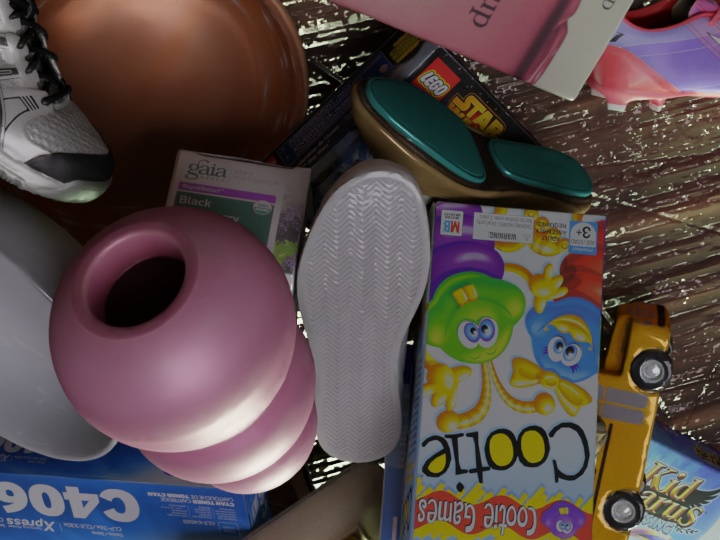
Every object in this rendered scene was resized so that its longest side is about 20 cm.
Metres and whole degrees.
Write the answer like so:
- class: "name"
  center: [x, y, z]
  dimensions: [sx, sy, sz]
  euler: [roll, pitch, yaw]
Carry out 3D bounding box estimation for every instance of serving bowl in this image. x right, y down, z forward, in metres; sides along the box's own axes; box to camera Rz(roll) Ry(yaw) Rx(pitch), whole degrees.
- class: "serving bowl"
  center: [-0.203, 0.018, 0.896]
  dimensions: [0.066, 0.200, 0.200]
  euler: [-53, 135, -34]

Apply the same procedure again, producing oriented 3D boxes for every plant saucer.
- class: "plant saucer"
  center: [-0.130, -0.104, 0.911]
  dimensions: [0.200, 0.037, 0.201]
  euler: [-9, 123, -14]

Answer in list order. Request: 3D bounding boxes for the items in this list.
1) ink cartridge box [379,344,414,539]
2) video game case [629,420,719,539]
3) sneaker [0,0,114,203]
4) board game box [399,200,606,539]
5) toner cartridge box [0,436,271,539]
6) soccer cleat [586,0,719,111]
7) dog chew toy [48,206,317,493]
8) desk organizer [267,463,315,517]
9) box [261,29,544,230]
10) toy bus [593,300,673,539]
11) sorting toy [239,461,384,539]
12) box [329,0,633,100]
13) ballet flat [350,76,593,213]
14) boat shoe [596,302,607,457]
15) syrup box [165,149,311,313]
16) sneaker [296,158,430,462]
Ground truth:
- class: "ink cartridge box"
  center: [0.057, 0.127, 1.020]
  dimensions: [0.076, 0.201, 0.136]
  euler: [1, 168, 6]
- class: "video game case"
  center: [0.230, 0.218, 1.236]
  dimensions: [0.200, 0.045, 0.181]
  euler: [26, 109, -30]
- class: "sneaker"
  center: [-0.194, -0.124, 0.808]
  dimensions: [0.088, 0.076, 0.200]
  euler: [-42, 98, 17]
- class: "board game box"
  center: [0.082, 0.072, 0.907]
  dimensions: [0.103, 0.105, 0.201]
  euler: [5, 78, -1]
- class: "toner cartridge box"
  center: [-0.161, 0.152, 1.002]
  dimensions: [0.199, 0.043, 0.095]
  euler: [2, 131, 10]
- class: "soccer cleat"
  center: [0.239, -0.146, 0.999]
  dimensions: [0.199, 0.067, 0.077]
  euler: [-4, 118, -14]
- class: "dog chew toy"
  center: [-0.079, 0.055, 0.811]
  dimensions: [0.124, 0.125, 0.200]
  euler: [-29, 144, 0]
- class: "desk organizer"
  center: [-0.109, 0.222, 1.104]
  dimensions: [0.077, 0.072, 0.200]
  euler: [19, 113, -26]
- class: "box"
  center: [0.045, -0.054, 0.979]
  dimensions: [0.137, 0.040, 0.200]
  euler: [-42, 136, 9]
- class: "toy bus"
  center: [0.174, 0.122, 1.118]
  dimensions: [0.078, 0.065, 0.201]
  euler: [10, 106, 8]
- class: "sorting toy"
  center: [-0.045, 0.245, 1.016]
  dimensions: [0.185, 0.036, 0.200]
  euler: [-29, 133, -39]
- class: "box"
  center: [0.055, -0.200, 0.870]
  dimensions: [0.200, 0.109, 0.128]
  euler: [18, 113, -27]
- class: "ballet flat"
  center: [0.058, -0.055, 0.912]
  dimensions: [0.200, 0.069, 0.063]
  euler: [18, 131, -39]
- class: "boat shoe"
  center: [0.135, 0.113, 1.054]
  dimensions: [0.065, 0.072, 0.201]
  euler: [3, 100, 11]
- class: "syrup box"
  center: [-0.078, 0.023, 0.929]
  dimensions: [0.079, 0.082, 0.200]
  euler: [8, 145, 0]
- class: "sneaker"
  center: [0.000, 0.000, 0.898]
  dimensions: [0.073, 0.116, 0.200]
  euler: [5, 127, -2]
